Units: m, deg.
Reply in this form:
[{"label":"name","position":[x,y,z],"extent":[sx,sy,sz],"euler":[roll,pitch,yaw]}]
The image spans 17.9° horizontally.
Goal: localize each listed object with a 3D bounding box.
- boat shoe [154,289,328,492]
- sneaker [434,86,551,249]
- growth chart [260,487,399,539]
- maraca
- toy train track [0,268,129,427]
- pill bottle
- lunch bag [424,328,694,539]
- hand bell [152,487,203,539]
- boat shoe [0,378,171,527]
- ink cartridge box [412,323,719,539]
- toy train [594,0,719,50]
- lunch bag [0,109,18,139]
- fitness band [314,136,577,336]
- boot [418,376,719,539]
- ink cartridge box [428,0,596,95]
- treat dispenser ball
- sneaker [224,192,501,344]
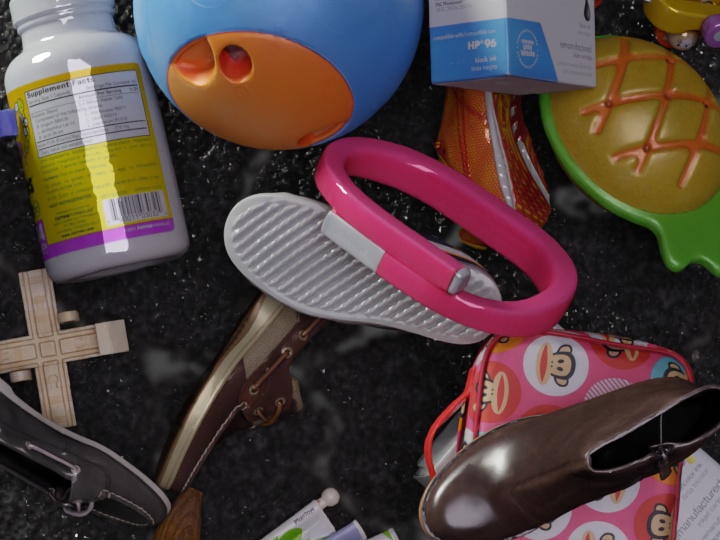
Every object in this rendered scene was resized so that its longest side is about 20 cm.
[{"label":"boat shoe","position":[-0.072,0.080,1.617],"extent":[0.072,0.072,0.200],"euler":[34,76,-5]},{"label":"sneaker","position":[0.081,-0.113,1.646],"extent":[0.077,0.073,0.201],"euler":[-17,70,34]},{"label":"growth chart","position":[-0.002,0.256,1.639],"extent":[0.145,0.018,0.200],"euler":[-41,92,-8]},{"label":"maraca","position":[0.212,-0.084,1.634],"extent":[0.137,0.107,0.200],"euler":[-36,81,-26]},{"label":"toy train track","position":[-0.264,0.063,1.614],"extent":[0.199,0.033,0.115],"euler":[-10,87,-6]},{"label":"pill bottle","position":[-0.189,-0.098,1.598],"extent":[0.104,0.104,0.201],"euler":[-12,87,-7]},{"label":"lunch bag","position":[0.129,0.139,1.544],"extent":[0.175,0.082,0.201],"euler":[9,85,-4]},{"label":"hand bell","position":[-0.148,0.248,1.599],"extent":[0.104,0.104,0.201],"euler":[20,73,-5]},{"label":"boat shoe","position":[-0.226,0.133,1.583],"extent":[0.200,0.067,0.057],"euler":[36,59,-13]},{"label":"ink cartridge box","position":[0.159,0.154,1.629],"extent":[0.200,0.085,0.145],"euler":[40,83,-1]},{"label":"toy train","position":[0.221,-0.215,1.666],"extent":[0.199,0.056,0.150],"euler":[23,40,-1]},{"label":"lunch bag","position":[-0.334,-0.100,1.558],"extent":[0.199,0.151,0.095],"euler":[-3,87,-6]},{"label":"fitness band","position":[0.055,-0.026,1.544],"extent":[0.200,0.143,0.038],"euler":[36,119,21]},{"label":"boot","position":[0.130,0.117,1.426],"extent":[0.199,0.166,0.073],"euler":[-24,85,-2]},{"label":"ink cartridge box","position":[0.104,-0.226,1.567],"extent":[0.068,0.116,0.201],"euler":[-3,88,37]},{"label":"treat dispenser ball","position":[-0.056,-0.183,1.569],"extent":[0.200,0.201,0.202],"euler":[0,86,-6]},{"label":"sneaker","position":[0.000,0.000,1.593],"extent":[0.199,0.079,0.079],"euler":[21,97,-3]}]
